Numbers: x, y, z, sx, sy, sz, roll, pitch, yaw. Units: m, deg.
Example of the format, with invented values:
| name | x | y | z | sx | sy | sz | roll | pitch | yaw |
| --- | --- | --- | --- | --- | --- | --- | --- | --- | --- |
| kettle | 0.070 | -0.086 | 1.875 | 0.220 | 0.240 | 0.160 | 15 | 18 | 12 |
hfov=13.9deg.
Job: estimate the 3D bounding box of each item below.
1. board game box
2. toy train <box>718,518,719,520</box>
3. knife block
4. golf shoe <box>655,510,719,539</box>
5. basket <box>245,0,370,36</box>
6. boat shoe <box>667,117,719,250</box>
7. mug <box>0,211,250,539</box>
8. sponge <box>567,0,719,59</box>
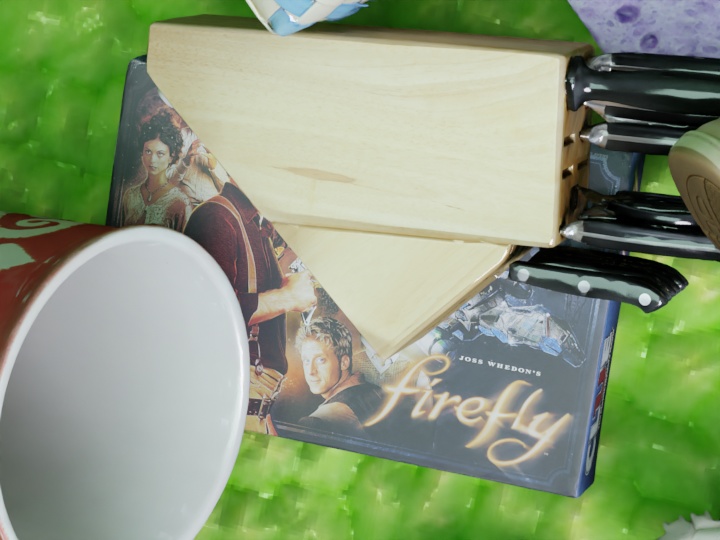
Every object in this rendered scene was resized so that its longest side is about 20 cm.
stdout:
| name | x | y | z | sx | sy | sz | roll | pitch | yaw |
| --- | --- | --- | --- | --- | --- | --- | --- | --- | --- |
| board game box | 0.000 | 0.000 | 1.131 | 0.200 | 0.035 | 0.136 | 10 | 100 | 13 |
| toy train | 0.190 | 0.050 | 1.086 | 0.056 | 0.042 | 0.200 | 38 | 105 | 17 |
| knife block | 0.048 | -0.060 | 1.060 | 0.176 | 0.064 | 0.200 | -41 | 86 | 15 |
| golf shoe | 0.182 | 0.158 | 1.043 | 0.200 | 0.097 | 0.078 | 31 | 109 | -12 |
| basket | 0.010 | -0.194 | 1.015 | 0.200 | 0.139 | 0.176 | -40 | 87 | 30 |
| boat shoe | 0.185 | 0.001 | 1.001 | 0.200 | 0.072 | 0.065 | 38 | 88 | -24 |
| mug | -0.158 | 0.055 | 1.108 | 0.200 | 0.133 | 0.178 | 13 | 112 | 37 |
| sponge | 0.096 | -0.168 | 1.086 | 0.111 | 0.030 | 0.200 | -35 | 87 | 17 |
